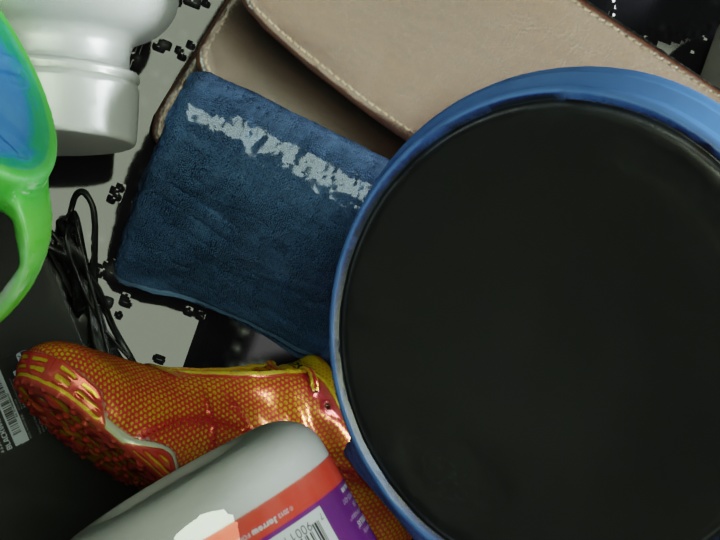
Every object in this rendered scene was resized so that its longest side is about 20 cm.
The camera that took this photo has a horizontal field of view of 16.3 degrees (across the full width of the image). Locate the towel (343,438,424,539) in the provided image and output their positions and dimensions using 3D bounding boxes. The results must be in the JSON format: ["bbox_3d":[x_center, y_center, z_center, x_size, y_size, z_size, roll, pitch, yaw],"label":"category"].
[{"bbox_3d":[0.110,0.079,1.005,0.199,0.024,0.145,-23,126,21],"label":"towel"}]

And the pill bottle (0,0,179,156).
[{"bbox_3d":[-0.126,-0.151,1.019,0.110,0.111,0.201,3,85,-10],"label":"pill bottle"}]

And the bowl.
[{"bbox_3d":[0.080,0.025,0.935,0.199,0.039,0.202,2,96,21],"label":"bowl"}]

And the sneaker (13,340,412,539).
[{"bbox_3d":[-0.055,0.061,1.018,0.199,0.073,0.078,25,80,-38],"label":"sneaker"}]

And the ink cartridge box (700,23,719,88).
[{"bbox_3d":[0.196,0.007,1.080,0.146,0.086,0.201,22,81,-8],"label":"ink cartridge box"}]

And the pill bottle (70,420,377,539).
[{"bbox_3d":[-0.021,0.163,0.916,0.112,0.112,0.201,-29,92,-12],"label":"pill bottle"}]

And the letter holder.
[{"bbox_3d":[0.028,-0.059,1.047,0.199,0.101,0.143,33,82,-6],"label":"letter holder"}]

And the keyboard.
[{"bbox_3d":[-0.138,0.045,1.028,0.104,0.040,0.201,-26,110,-20],"label":"keyboard"}]

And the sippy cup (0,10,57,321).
[{"bbox_3d":[-0.201,-0.053,0.915,0.130,0.140,0.178,-33,59,15],"label":"sippy cup"}]

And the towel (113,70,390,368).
[{"bbox_3d":[0.000,0.000,1.026,0.199,0.112,0.049,27,50,-1],"label":"towel"}]
